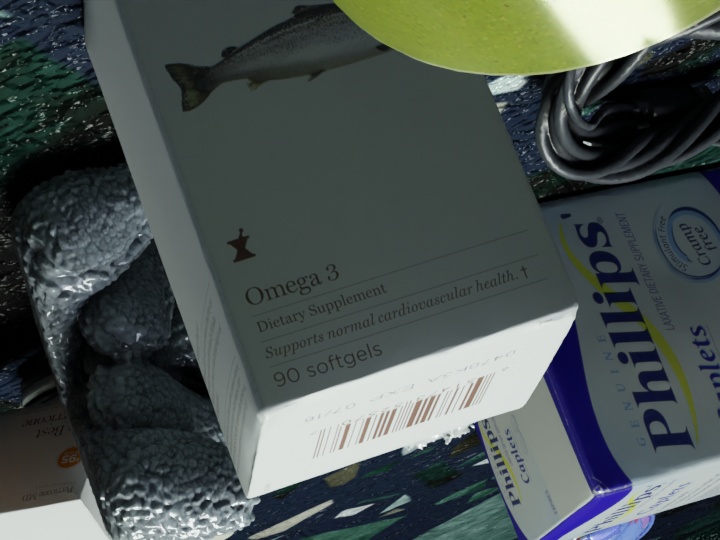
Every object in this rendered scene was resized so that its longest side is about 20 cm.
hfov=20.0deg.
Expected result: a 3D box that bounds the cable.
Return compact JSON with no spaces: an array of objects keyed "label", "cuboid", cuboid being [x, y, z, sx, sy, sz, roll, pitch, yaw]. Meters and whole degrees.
[{"label":"cable","cuboid":[0.176,-0.101,1.041,0.199,0.051,0.163,-2,154,-47]}]

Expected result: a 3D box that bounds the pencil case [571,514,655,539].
[{"label":"pencil case","cuboid":[0.112,0.101,1.332,0.078,0.201,0.087,-30,161,-3]}]

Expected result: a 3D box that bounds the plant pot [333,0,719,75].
[{"label":"plant pot","cuboid":[0.010,-0.172,0.463,0.186,0.188,0.200,-28,147,20]}]

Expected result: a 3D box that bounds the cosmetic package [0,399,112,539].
[{"label":"cosmetic package","cuboid":[-0.214,0.123,1.101,0.199,0.083,0.051,-13,130,23]}]

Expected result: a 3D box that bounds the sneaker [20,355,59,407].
[{"label":"sneaker","cuboid":[-0.091,0.044,1.143,0.199,0.076,0.115,-21,171,37]}]

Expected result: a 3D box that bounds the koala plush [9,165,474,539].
[{"label":"koala plush","cuboid":[-0.050,0.027,0.984,0.199,0.178,0.184,-19,174,-10]}]

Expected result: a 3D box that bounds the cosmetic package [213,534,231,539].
[{"label":"cosmetic package","cuboid":[-0.188,0.152,1.299,0.103,0.088,0.200,-31,159,27]}]

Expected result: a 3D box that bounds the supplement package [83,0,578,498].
[{"label":"supplement package","cuboid":[-0.018,-0.040,0.735,0.116,0.201,0.117,-18,163,-11]}]

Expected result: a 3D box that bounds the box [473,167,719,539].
[{"label":"box","cuboid":[0.168,0.051,1.261,0.199,0.185,0.105,-12,162,-28]}]
